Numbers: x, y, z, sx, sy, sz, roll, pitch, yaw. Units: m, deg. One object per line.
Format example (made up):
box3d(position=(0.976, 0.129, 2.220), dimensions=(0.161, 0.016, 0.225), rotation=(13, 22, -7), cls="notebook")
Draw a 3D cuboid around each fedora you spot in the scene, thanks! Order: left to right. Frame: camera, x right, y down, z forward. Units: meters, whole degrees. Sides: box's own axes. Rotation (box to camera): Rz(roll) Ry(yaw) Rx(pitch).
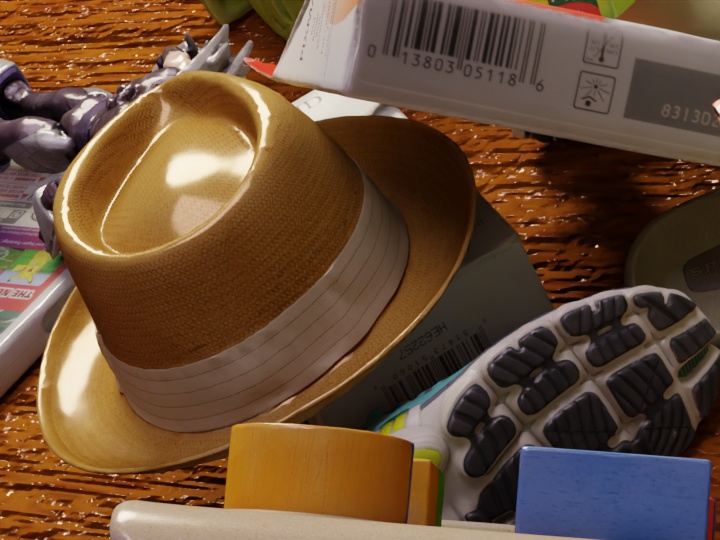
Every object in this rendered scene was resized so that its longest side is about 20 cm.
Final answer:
box3d(position=(-0.053, -0.015, 1.027), dimensions=(0.200, 0.082, 0.201), rotation=(-23, 30, 14), cls="fedora")

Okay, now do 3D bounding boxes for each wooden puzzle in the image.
box3d(position=(0.034, 0.074, 0.834), dimensions=(0.184, 0.047, 0.200), rotation=(4, -4, 7), cls="wooden puzzle")

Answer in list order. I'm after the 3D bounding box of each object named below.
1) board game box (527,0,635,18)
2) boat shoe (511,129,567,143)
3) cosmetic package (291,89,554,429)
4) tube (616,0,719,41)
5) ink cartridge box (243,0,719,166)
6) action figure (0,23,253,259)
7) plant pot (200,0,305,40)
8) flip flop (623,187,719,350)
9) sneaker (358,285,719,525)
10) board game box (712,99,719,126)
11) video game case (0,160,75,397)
box3d(position=(0.101, -0.158, 1.118), dimensions=(0.101, 0.048, 0.200), rotation=(-1, 28, 39), cls="board game box")
box3d(position=(0.131, -0.125, 1.222), dimensions=(0.060, 0.074, 0.200), rotation=(29, 58, 12), cls="boat shoe")
box3d(position=(0.000, 0.000, 1.116), dimensions=(0.101, 0.074, 0.200), rotation=(-31, 30, -6), cls="cosmetic package")
box3d(position=(0.165, -0.105, 1.069), dimensions=(0.200, 0.052, 0.058), rotation=(2, 81, 48), cls="tube")
box3d(position=(0.053, -0.078, 1.060), dimensions=(0.161, 0.050, 0.200), rotation=(10, 7, -14), cls="ink cartridge box")
box3d(position=(-0.124, -0.062, 1.285), dimensions=(0.199, 0.070, 0.130), rotation=(8, 37, 39), cls="action figure")
box3d(position=(-0.017, -0.233, 1.388), dimensions=(0.199, 0.200, 0.181), rotation=(-39, 24, -20), cls="plant pot")
box3d(position=(0.183, -0.031, 1.004), dimensions=(0.199, 0.058, 0.081), rotation=(-21, 57, 14), cls="flip flop")
box3d(position=(0.032, 0.061, 0.993), dimensions=(0.199, 0.078, 0.080), rotation=(-29, 21, -4), cls="sneaker")
box3d(position=(0.167, 0.056, 0.757), dimensions=(0.046, 0.200, 0.152), rotation=(-26, 30, 1), cls="board game box")
box3d(position=(-0.186, -0.007, 1.331), dimensions=(0.199, 0.023, 0.182), rotation=(5, 42, 42), cls="video game case")
